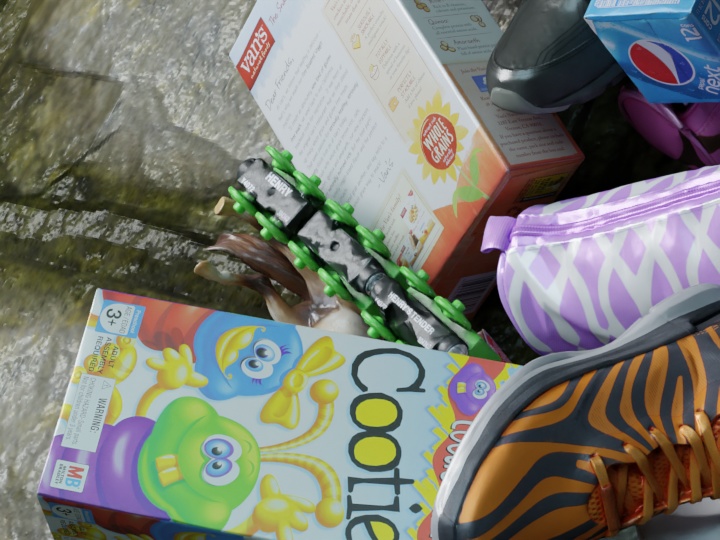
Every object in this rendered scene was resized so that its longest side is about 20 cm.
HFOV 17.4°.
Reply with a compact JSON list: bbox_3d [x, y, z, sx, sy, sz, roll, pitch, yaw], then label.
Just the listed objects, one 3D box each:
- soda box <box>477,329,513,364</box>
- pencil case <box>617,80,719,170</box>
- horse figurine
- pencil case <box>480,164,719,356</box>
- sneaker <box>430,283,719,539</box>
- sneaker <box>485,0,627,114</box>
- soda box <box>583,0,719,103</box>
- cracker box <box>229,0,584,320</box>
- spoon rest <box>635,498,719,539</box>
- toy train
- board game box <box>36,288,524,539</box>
[{"bbox_3d":[0.070,0.131,1.118,0.070,0.063,0.201,-30,48,13],"label":"soda box"},{"bbox_3d":[0.220,-0.132,1.166,0.091,0.094,0.200,40,88,27],"label":"pencil case"},{"bbox_3d":[-0.026,0.037,1.221,0.050,0.132,0.200,-47,29,17],"label":"horse figurine"},{"bbox_3d":[0.156,-0.011,1.080,0.199,0.085,0.084,-18,48,41],"label":"pencil case"},{"bbox_3d":[0.126,0.073,0.943,0.199,0.078,0.112,-34,37,-29],"label":"sneaker"},{"bbox_3d":[0.115,-0.160,1.153,0.075,0.080,0.200,12,53,37],"label":"sneaker"},{"bbox_3d":[0.182,-0.178,1.119,0.064,0.068,0.201,3,58,44],"label":"soda box"},{"bbox_3d":[0.019,-0.087,1.221,0.201,0.057,0.134,59,139,25],"label":"cracker box"},{"bbox_3d":[0.145,0.105,0.999,0.099,0.061,0.201,0,48,17],"label":"spoon rest"},{"bbox_3d":[0.000,0.000,1.174,0.042,0.056,0.200,-47,45,-1],"label":"toy train"},{"bbox_3d":[-0.028,0.091,1.042,0.198,0.103,0.106,10,63,7],"label":"board game box"}]
